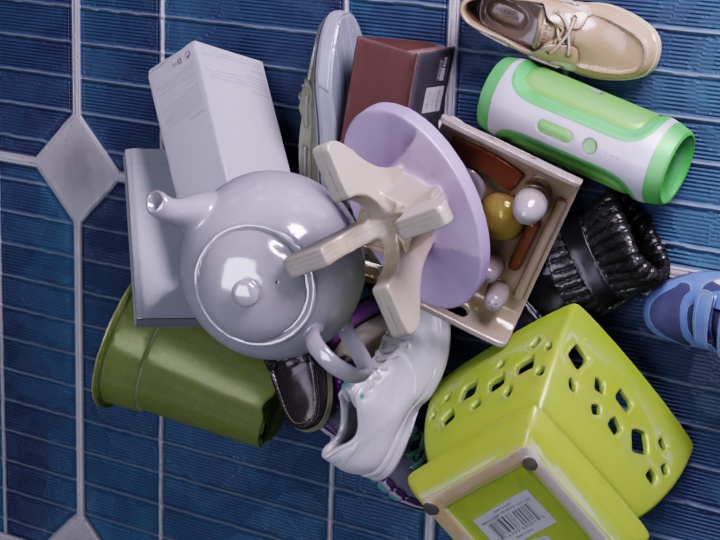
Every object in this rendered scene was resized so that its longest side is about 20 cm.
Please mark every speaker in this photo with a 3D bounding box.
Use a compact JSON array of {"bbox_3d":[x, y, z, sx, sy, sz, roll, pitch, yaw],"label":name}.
[{"bbox_3d":[0.213,-0.133,1.587,0.199,0.088,0.089,26,114,24],"label":"speaker"}]

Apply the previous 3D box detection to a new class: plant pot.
[{"bbox_3d":[0.173,0.187,1.600,0.199,0.182,0.199,-33,104,36],"label":"plant pot"},{"bbox_3d":[-0.163,0.100,1.836,0.189,0.200,0.202,26,115,11],"label":"plant pot"}]

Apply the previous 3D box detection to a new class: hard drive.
[{"bbox_3d":[-0.182,-0.036,1.791,0.026,0.130,0.202,120,146,-60],"label":"hard drive"}]

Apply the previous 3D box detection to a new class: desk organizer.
[{"bbox_3d":[0.029,-0.138,1.711,0.076,0.071,0.202,21,112,29],"label":"desk organizer"}]

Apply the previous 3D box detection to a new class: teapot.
[{"bbox_3d":[-0.089,0.007,1.605,0.198,0.146,0.200,-1,106,10],"label":"teapot"}]

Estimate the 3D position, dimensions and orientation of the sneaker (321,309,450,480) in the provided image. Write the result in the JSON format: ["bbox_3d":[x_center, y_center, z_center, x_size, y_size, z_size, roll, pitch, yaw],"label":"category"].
[{"bbox_3d":[0.022,0.109,1.666,0.075,0.088,0.202,25,95,55],"label":"sneaker"}]

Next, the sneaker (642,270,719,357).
[{"bbox_3d":[0.349,0.047,1.548,0.198,0.082,0.075,6,106,33],"label":"sneaker"}]

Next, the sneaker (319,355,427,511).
[{"bbox_3d":[0.033,0.174,1.750,0.199,0.075,0.088,37,140,-2],"label":"sneaker"}]

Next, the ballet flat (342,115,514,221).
[{"bbox_3d":[0.065,-0.109,1.628,0.198,0.068,0.076,-17,77,25],"label":"ballet flat"}]

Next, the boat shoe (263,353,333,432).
[{"bbox_3d":[-0.081,0.069,1.727,0.073,0.065,0.202,-22,74,26],"label":"boat shoe"}]

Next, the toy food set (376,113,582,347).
[{"bbox_3d":[0.108,-0.035,1.572,0.142,0.061,0.201,25,123,5],"label":"toy food set"}]

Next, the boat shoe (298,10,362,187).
[{"bbox_3d":[-0.037,-0.171,1.745,0.062,0.072,0.202,13,110,31],"label":"boat shoe"}]

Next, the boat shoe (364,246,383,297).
[{"bbox_3d":[0.000,0.000,1.718,0.199,0.073,0.064,27,88,-14],"label":"boat shoe"}]

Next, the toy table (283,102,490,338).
[{"bbox_3d":[0.030,-0.042,1.516,0.183,0.117,0.201,-32,93,38],"label":"toy table"}]

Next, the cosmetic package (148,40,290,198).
[{"bbox_3d":[-0.142,-0.128,1.763,0.081,0.112,0.202,-27,65,34],"label":"cosmetic package"}]

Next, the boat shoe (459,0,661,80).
[{"bbox_3d":[0.188,-0.224,1.593,0.199,0.064,0.072,19,111,28],"label":"boat shoe"}]

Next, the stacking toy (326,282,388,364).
[{"bbox_3d":[-0.040,0.000,1.785,0.085,0.085,0.201,-43,74,32],"label":"stacking toy"}]

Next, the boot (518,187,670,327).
[{"bbox_3d":[0.188,-0.038,1.627,0.211,0.079,0.158,48,129,1],"label":"boot"}]
